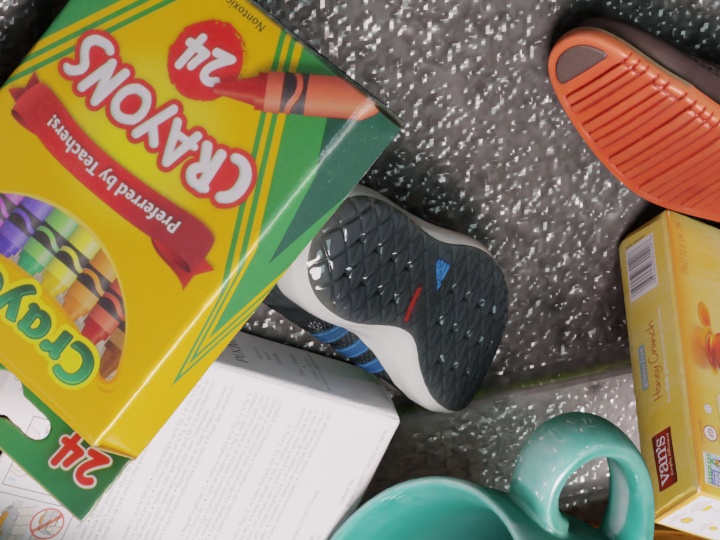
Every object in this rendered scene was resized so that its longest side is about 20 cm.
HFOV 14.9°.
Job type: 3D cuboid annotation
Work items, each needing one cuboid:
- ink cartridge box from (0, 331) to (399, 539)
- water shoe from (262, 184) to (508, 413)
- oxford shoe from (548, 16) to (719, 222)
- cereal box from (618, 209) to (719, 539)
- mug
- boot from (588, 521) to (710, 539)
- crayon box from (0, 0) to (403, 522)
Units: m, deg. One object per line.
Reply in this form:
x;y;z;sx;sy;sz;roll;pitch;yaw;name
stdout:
-0.102;0.097;1.180;0.199;0.050;0.162;18;107;-27;ink cartridge box
0.000;0.000;1.162;0.072;0.079;0.200;-63;151;-9;water shoe
0.166;-0.063;1.216;0.200;0.071;0.073;33;57;-24;oxford shoe
0.209;0.066;1.250;0.199;0.145;0.039;17;143;-31;cereal box
0.068;0.167;1.170;0.114;0.153;0.185;21;137;-40;mug
0.135;0.131;1.285;0.143;0.202;0.071;14;158;5;boot
-0.095;-0.019;1.058;0.200;0.127;0.051;-52;161;2;crayon box
